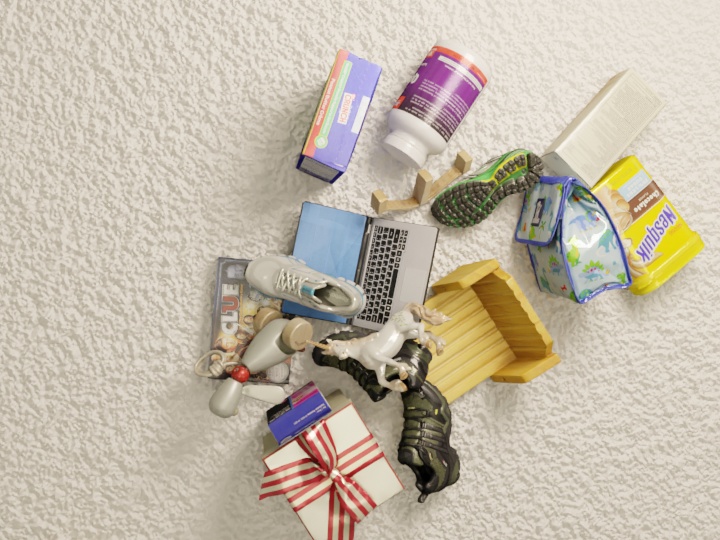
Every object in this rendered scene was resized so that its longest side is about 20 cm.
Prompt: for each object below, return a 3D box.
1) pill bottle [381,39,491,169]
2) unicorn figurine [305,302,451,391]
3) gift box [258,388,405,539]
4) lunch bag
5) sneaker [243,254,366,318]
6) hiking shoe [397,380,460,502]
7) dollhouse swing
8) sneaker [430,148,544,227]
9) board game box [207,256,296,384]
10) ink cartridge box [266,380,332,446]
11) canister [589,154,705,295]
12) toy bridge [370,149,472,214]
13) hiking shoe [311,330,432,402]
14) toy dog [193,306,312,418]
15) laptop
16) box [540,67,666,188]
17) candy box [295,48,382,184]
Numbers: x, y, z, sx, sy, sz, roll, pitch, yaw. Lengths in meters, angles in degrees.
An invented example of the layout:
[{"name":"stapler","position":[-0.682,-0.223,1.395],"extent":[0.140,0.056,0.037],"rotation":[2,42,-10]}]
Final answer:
[{"name":"pill bottle","position":[0.120,-0.271,1.382],"extent":[0.112,0.112,0.200],"rotation":[34,86,-7]},{"name":"unicorn figurine","position":[0.037,0.119,1.310],"extent":[0.200,0.137,0.074],"rotation":[-33,140,-28]},{"name":"gift box","position":[-0.056,0.320,1.329],"extent":[0.200,0.187,0.185],"rotation":[-37,95,-7]},{"name":"lunch bag","position":[0.339,-0.059,1.381],"extent":[0.127,0.170,0.200],"rotation":[-19,99,-8]},{"name":"sneaker","position":[-0.088,0.022,1.319],"extent":[0.200,0.087,0.075],"rotation":[15,91,3]},{"name":"hiking shoe","position":[0.102,0.274,1.380],"extent":[0.101,0.076,0.200],"rotation":[-22,95,-50]},{"name":"dollhouse swing","position":[0.176,0.115,1.377],"extent":[0.176,0.182,0.200],"rotation":[-34,96,-18]},{"name":"sneaker","position":[0.212,-0.139,1.421],"extent":[0.200,0.085,0.078],"rotation":[-27,108,8]},{"name":"board game box","position":[-0.176,0.082,1.385],"extent":[0.135,0.035,0.200],"rotation":[5,90,-8]},{"name":"ink cartridge box","position":[-0.099,0.221,1.314],"extent":[0.095,0.200,0.037],"rotation":[-33,95,-7]},{"name":"canister","position":[0.472,-0.079,1.448],"extent":[0.149,0.087,0.200],"rotation":[-39,94,-5]},{"name":"toy bridge","position":[0.103,-0.138,1.403],"extent":[0.200,0.067,0.027],"rotation":[-26,61,-24]},{"name":"hiking shoe","position":[0.012,0.158,1.358],"extent":[0.200,0.076,0.101],"rotation":[2,53,14]},{"name":"toy dog","position":[-0.152,0.151,1.327],"extent":[0.200,0.132,0.096],"rotation":[-38,134,-1]},{"name":"laptop","position":[0.000,0.000,1.364],"extent":[0.200,0.116,0.187],"rotation":[11,90,30]},{"name":"box","position":[0.414,-0.239,1.440],"extent":[0.095,0.078,0.200],"rotation":[45,85,-6]},{"name":"candy box","position":[-0.037,-0.233,1.317],"extent":[0.077,0.200,0.169],"rotation":[21,88,-8]}]
